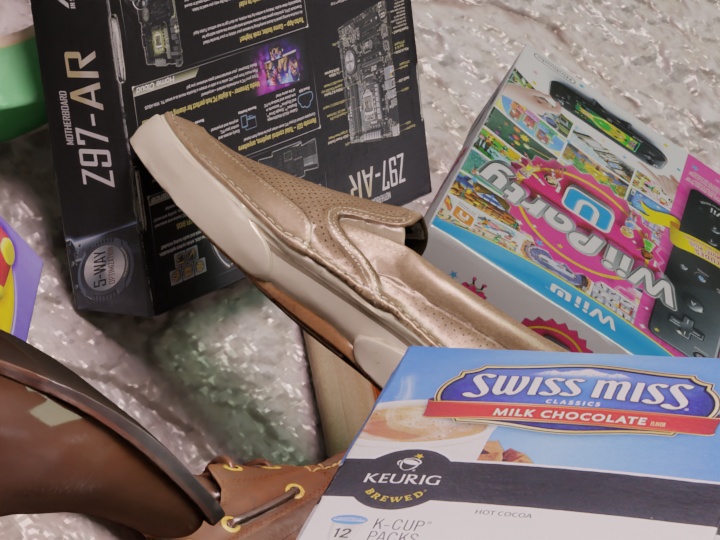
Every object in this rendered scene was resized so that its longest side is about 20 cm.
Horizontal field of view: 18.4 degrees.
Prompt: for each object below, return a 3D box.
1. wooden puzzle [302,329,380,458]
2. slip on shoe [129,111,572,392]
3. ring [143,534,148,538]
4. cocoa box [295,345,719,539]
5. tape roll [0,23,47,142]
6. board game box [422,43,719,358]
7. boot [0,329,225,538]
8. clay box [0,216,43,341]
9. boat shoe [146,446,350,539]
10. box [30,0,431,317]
[{"bbox_3d":[0.067,0.078,0.950,0.184,0.037,0.200,17,43,-26],"label":"wooden puzzle"},{"bbox_3d":[0.000,0.000,0.825,0.200,0.061,0.076,41,-3,20],"label":"slip on shoe"},{"bbox_3d":[-0.115,0.125,0.771,0.200,0.019,0.201,21,41,-20],"label":"ring"},{"bbox_3d":[0.069,0.142,0.730,0.133,0.201,0.131,2,31,21],"label":"cocoa box"},{"bbox_3d":[-0.180,-0.150,0.915,0.200,0.048,0.201,9,69,-24],"label":"tape roll"},{"bbox_3d":[0.100,-0.004,1.001,0.147,0.064,0.200,33,33,-2],"label":"board game box"},{"bbox_3d":[-0.157,0.105,0.664,0.186,0.200,0.064,37,-6,-34],"label":"boot"},{"bbox_3d":[-0.179,-0.009,0.702,0.200,0.047,0.115,53,34,-46],"label":"clay box"},{"bbox_3d":[-0.039,0.095,0.787,0.068,0.072,0.200,47,40,8],"label":"boat shoe"},{"bbox_3d":[-0.049,-0.085,0.938,0.200,0.043,0.161,-27,115,-49],"label":"box"}]
